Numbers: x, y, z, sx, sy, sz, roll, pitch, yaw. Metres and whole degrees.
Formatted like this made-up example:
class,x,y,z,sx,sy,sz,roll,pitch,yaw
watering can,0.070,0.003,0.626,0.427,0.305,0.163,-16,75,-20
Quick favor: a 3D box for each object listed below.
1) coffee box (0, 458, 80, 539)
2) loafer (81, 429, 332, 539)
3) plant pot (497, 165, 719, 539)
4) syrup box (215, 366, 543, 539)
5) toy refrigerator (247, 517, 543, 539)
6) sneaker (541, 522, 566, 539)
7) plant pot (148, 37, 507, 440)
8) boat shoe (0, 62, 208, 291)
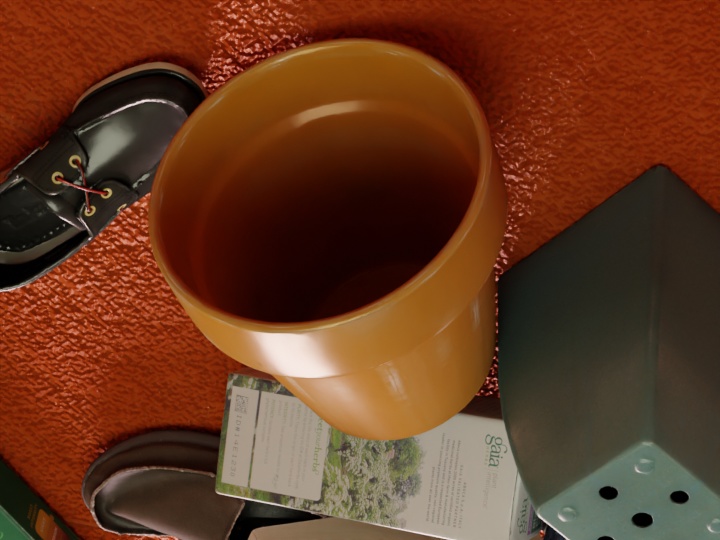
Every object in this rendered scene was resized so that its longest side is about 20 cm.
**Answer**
class,x,y,z,sx,sy,sz,roll,pitch,yaw
coffee box,-0.260,0.204,1.720,0.123,0.044,0.200,-26,122,26
loafer,-0.093,0.153,1.634,0.199,0.071,0.073,-3,129,11
plant pot,0.170,0.076,1.444,0.141,0.201,0.141,39,124,-22
syrup box,0.017,0.113,1.533,0.199,0.081,0.079,9,96,17
toy refrigerator,0.022,0.205,1.598,0.199,0.076,0.070,-5,137,-29
sneaker,0.157,0.164,1.523,0.085,0.200,0.077,17,113,3
plant pot,0.000,0.000,1.427,0.199,0.201,0.184,-7,144,14
boat shoe,-0.169,-0.052,1.481,0.201,0.063,0.074,-33,116,29
